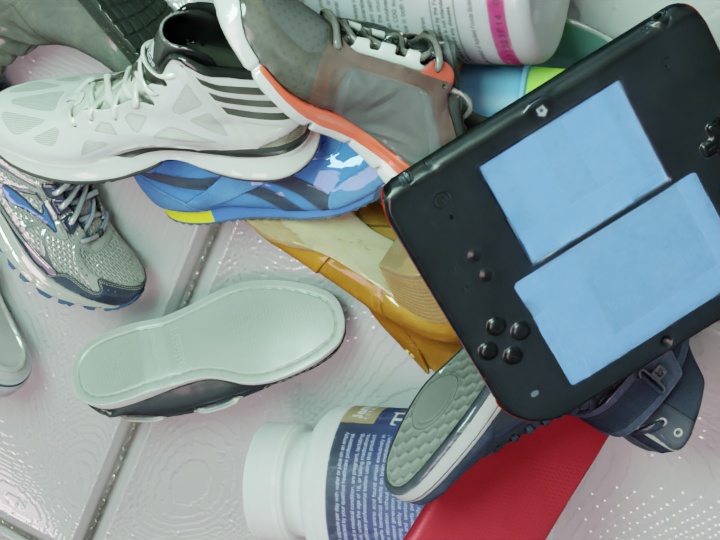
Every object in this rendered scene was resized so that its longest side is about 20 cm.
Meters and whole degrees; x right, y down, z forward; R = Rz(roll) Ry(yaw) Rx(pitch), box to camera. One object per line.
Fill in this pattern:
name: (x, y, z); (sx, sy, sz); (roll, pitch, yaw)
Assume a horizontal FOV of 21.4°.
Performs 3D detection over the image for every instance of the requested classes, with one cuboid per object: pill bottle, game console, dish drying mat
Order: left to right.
pill bottle: (0.011, -0.174, 1.070); (0.198, 0.114, 0.114); (3, 124, 20)
pill bottle: (0.026, 0.149, 1.287); (0.198, 0.111, 0.112); (2, 123, 20)
dish drying mat: (0.104, 0.118, 1.201); (0.077, 0.201, 0.018); (36, 166, -7)
game console: (0.132, -0.025, 1.041); (0.199, 0.031, 0.177); (-32, 119, 1)

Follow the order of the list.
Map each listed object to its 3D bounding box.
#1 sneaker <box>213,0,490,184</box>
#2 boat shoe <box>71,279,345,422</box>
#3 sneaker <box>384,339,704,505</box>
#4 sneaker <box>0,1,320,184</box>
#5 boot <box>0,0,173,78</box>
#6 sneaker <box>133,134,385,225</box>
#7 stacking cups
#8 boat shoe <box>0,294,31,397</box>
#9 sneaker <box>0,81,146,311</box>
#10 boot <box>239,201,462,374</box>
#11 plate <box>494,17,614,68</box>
sneaker: (0.009, -0.110, 1.017); (0.082, 0.077, 0.200); (-39, 126, 24)
boat shoe: (-0.098, 0.057, 1.308); (0.198, 0.076, 0.060); (-9, 158, 16)
sneaker: (0.119, 0.090, 1.149); (0.146, 0.203, 0.077); (44, 170, -23)
sneaker: (-0.126, -0.111, 1.084); (0.199, 0.076, 0.116); (1, 145, 7)
boot: (-0.206, -0.152, 1.196); (0.200, 0.068, 0.131); (44, 120, 0)
sneaker: (-0.057, -0.076, 1.153); (0.199, 0.066, 0.079); (-5, 142, 26)
stacking cups: (0.076, -0.095, 1.093); (0.198, 0.061, 0.061); (7, 125, 13)
boat shoe: (-0.293, 0.001, 1.343); (0.065, 0.072, 0.201); (-27, 102, 38)
sneaker: (-0.211, -0.057, 1.266); (0.200, 0.077, 0.085); (45, 123, -12)
boot: (0.001, 0.000, 1.222); (0.201, 0.071, 0.144); (30, 161, 34)
plate: (0.107, -0.072, 1.159); (0.198, 0.026, 0.201); (10, 126, 14)
